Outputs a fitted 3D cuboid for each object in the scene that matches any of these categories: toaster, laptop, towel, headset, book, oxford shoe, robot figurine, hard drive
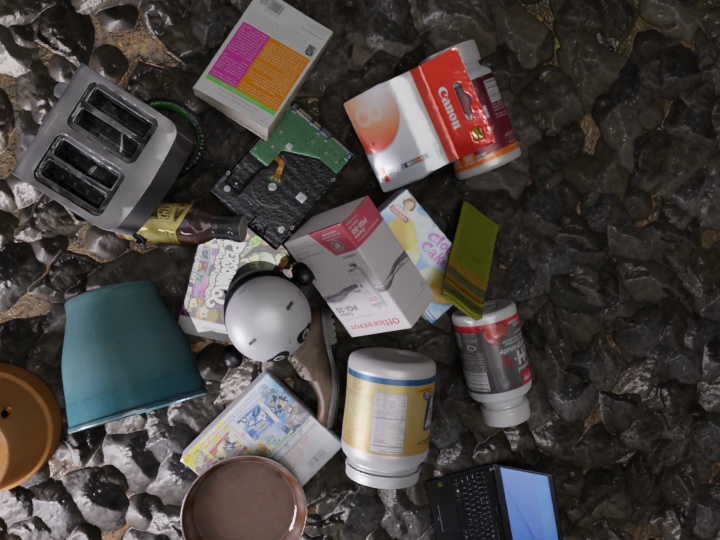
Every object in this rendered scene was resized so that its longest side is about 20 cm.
[{"bbox_3d":[-0.347,-0.156,0.889,0.200,0.119,0.181,33,90,-6],"label":"toaster"},{"bbox_3d":[0.236,0.445,1.125,0.200,0.103,0.178,-12,96,-9],"label":"laptop"},{"bbox_3d":[0.184,-0.020,1.056,0.086,0.018,0.200,35,53,-23],"label":"towel"},{"bbox_3d":[-0.337,-0.180,0.996,0.200,0.094,0.124,-38,96,-20],"label":"headset"},{"bbox_3d":[-0.149,-0.323,0.996,0.133,0.048,0.200,31,77,-4],"label":"book"},{"bbox_3d":[-0.077,0.162,1.064,0.084,0.073,0.200,-6,84,-7],"label":"oxford shoe"},{"bbox_3d":[-0.137,0.063,0.939,0.125,0.200,0.151,1,95,-13],"label":"robot figurine"},{"bbox_3d":[-0.122,-0.152,1.023,0.140,0.038,0.200,40,79,-7],"label":"hard drive"}]

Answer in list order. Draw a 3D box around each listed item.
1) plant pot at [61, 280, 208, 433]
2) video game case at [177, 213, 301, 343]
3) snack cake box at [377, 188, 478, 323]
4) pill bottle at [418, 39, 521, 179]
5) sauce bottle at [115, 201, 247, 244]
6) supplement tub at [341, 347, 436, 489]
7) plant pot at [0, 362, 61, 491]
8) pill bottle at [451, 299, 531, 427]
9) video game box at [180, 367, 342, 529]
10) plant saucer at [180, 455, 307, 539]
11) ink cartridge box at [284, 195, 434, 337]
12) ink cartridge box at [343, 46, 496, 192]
[{"bbox_3d":[-0.350,0.121,0.957,0.200,0.200,0.188,-16,82,-8],"label":"plant pot"},{"bbox_3d":[-0.188,0.022,1.046,0.181,0.036,0.200,15,92,-12],"label":"video game case"},{"bbox_3d":[0.092,-0.025,1.076,0.115,0.067,0.200,-42,101,-3],"label":"snack cake box"},{"bbox_3d":[0.175,-0.260,1.045,0.114,0.114,0.200,-24,98,-7],"label":"pill bottle"},{"bbox_3d":[-0.274,-0.072,0.983,0.200,0.066,0.066,3,95,6],"label":"sauce bottle"},{"bbox_3d":[0.044,0.237,1.051,0.144,0.145,0.200,4,95,-10],"label":"supplement tub"},{"bbox_3d":[-0.565,0.250,0.947,0.200,0.140,0.201,-1,96,-11],"label":"plant pot"},{"bbox_3d":[0.229,0.158,1.094,0.111,0.111,0.200,-15,98,-8],"label":"pill bottle"},{"bbox_3d":[-0.162,0.296,1.070,0.200,0.047,0.182,-44,103,-3],"label":"video game box"},{"bbox_3d":[-0.186,0.390,1.037,0.200,0.034,0.201,-1,97,-9],"label":"plant saucer"},{"bbox_3d":[0.000,0.000,1.002,0.200,0.146,0.083,55,50,-18],"label":"ink cartridge box"},{"bbox_3d":[0.089,-0.230,1.008,0.050,0.200,0.162,-37,104,-51],"label":"ink cartridge box"}]
